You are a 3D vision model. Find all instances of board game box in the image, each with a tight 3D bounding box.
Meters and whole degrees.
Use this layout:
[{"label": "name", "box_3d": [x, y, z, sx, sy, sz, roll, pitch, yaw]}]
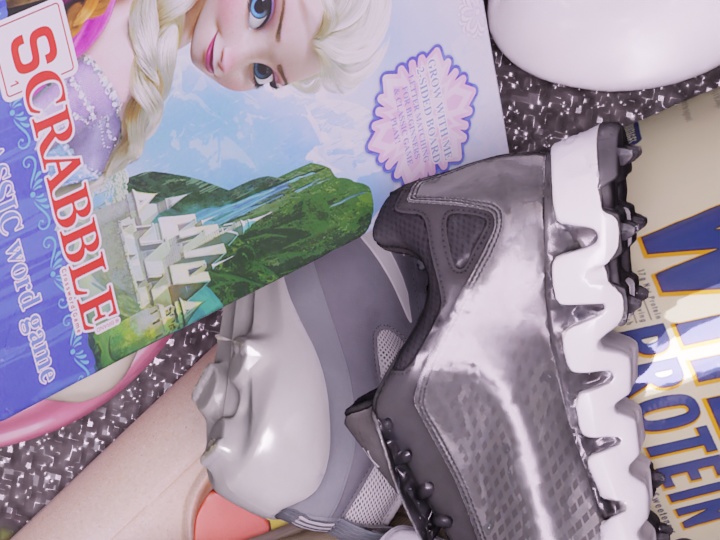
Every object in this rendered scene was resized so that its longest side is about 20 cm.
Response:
[{"label": "board game box", "box_3d": [-0.057, -0.086, 0.795, 0.199, 0.041, 0.200, -28, 120, -30]}]

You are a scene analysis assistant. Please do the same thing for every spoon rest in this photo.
[{"label": "spoon rest", "box_3d": [0.109, -0.120, 0.895, 0.099, 0.200, 0.061, 8, 50, -20]}]

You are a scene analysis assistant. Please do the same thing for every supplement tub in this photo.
[{"label": "supplement tub", "box_3d": [0.141, 0.008, 0.896, 0.200, 0.145, 0.145, -23, 87, 9]}]

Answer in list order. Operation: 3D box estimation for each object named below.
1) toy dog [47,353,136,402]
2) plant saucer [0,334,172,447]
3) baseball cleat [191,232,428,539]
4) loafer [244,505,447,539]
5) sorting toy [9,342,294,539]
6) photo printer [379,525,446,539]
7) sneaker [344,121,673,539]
[{"label": "toy dog", "box_3d": [-0.163, -0.035, 0.868, 0.194, 0.200, 0.140, 11, 92, 9]}, {"label": "plant saucer", "box_3d": [-0.151, -0.034, 0.993, 0.200, 0.051, 0.201, 0, 92, 10]}, {"label": "baseball cleat", "box_3d": [0.000, 0.000, 0.949, 0.106, 0.070, 0.200, 22, 61, -22]}, {"label": "loafer", "box_3d": [-0.060, 0.131, 0.936, 0.200, 0.068, 0.076, -27, 89, 7]}, {"label": "sorting toy", "box_3d": [-0.034, 0.145, 0.983, 0.185, 0.036, 0.200, -43, 84, 8]}, {"label": "photo printer", "box_3d": [0.053, 0.185, 0.908, 0.200, 0.069, 0.166, 27, 106, -31]}, {"label": "sneaker", "box_3d": [0.042, 0.060, 0.810, 0.090, 0.066, 0.200, -4, 92, 11]}]
